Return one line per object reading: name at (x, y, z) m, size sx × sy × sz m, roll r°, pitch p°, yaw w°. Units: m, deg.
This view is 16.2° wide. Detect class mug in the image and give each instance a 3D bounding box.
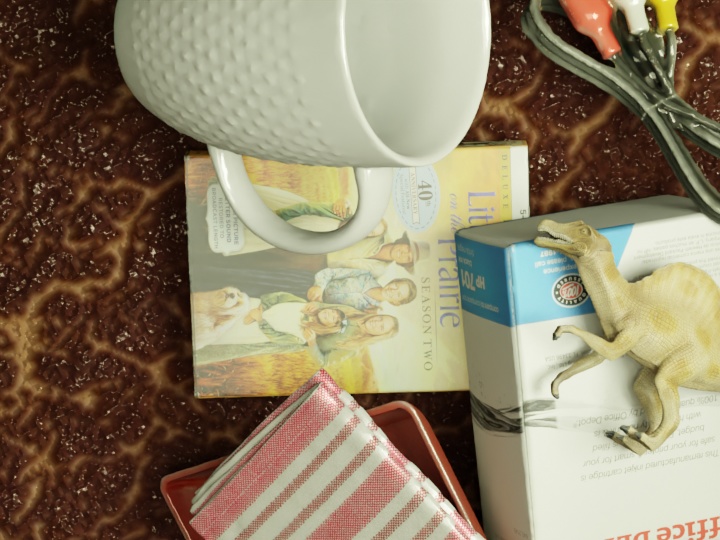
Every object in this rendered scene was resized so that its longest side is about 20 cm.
mug at (-0.037, -0.106, 1.389) m, size 0.175 × 0.148 × 0.200 m, roll 3°, pitch 108°, yaw 34°

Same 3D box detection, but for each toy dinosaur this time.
toy dinosaur at (0.169, 0.049, 1.368) m, size 0.200 × 0.058 × 0.101 m, roll 34°, pitch 82°, yaw -21°

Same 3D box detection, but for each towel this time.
towel at (0.008, 0.164, 1.416) m, size 0.200 × 0.030 × 0.146 m, roll 46°, pitch 129°, yaw 2°

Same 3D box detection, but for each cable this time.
cable at (0.160, -0.109, 1.408) m, size 0.097 × 0.050 × 0.200 m, roll -18°, pitch 67°, yaw -18°

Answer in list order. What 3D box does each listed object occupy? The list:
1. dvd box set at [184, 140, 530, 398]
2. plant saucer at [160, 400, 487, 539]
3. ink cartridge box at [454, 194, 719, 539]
dvd box set at (0.000, 0.000, 1.475) m, size 0.200 × 0.029 × 0.147 m, roll -1°, pitch 100°, yaw 1°
plant saucer at (0.004, 0.178, 1.462) m, size 0.199 × 0.037 × 0.200 m, roll -20°, pitch 100°, yaw 38°
ink cartridge box at (0.141, 0.068, 1.435) m, size 0.146 × 0.086 × 0.200 m, roll -9°, pitch 102°, yaw -20°
